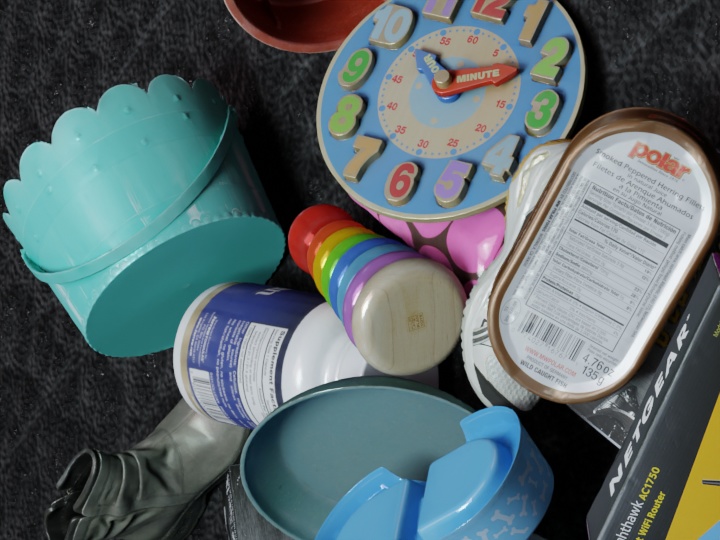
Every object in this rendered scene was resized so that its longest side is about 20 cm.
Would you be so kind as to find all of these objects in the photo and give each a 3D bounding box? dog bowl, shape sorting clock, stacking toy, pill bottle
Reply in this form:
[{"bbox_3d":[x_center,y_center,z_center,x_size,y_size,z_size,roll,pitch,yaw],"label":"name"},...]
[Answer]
[{"bbox_3d":[0.049,0.170,1.616,0.200,0.050,0.112,-32,27,32],"label":"dog bowl"},{"bbox_3d":[0.062,-0.125,1.672,0.199,0.039,0.201,-11,56,16],"label":"shape sorting clock"},{"bbox_3d":[0.000,0.000,1.709,0.200,0.085,0.086,43,121,58],"label":"stacking toy"},{"bbox_3d":[-0.039,0.072,1.788,0.199,0.111,0.112,9,96,46],"label":"pill bottle"}]

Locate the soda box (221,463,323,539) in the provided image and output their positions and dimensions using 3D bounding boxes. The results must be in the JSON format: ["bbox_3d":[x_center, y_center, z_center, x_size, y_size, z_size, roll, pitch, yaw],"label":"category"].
[{"bbox_3d":[-0.057,0.244,1.770,0.063,0.070,0.201,110,153,-66],"label":"soda box"}]

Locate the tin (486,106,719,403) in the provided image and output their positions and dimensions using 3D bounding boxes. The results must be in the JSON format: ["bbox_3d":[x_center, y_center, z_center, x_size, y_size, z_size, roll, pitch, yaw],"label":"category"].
[{"bbox_3d":[0.156,-0.007,1.519,0.112,0.042,0.201,27,107,-1],"label":"tin"}]

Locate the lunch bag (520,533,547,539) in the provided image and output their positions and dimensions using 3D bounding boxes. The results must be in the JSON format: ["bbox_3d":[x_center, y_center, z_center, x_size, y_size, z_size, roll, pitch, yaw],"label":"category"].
[{"bbox_3d":[0.094,0.294,1.621,0.169,0.127,0.201,-22,65,45],"label":"lunch bag"}]

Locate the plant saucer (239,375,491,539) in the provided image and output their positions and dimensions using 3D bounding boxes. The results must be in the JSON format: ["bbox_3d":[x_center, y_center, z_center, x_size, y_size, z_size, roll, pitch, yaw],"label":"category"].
[{"bbox_3d":[0.015,0.134,1.697,0.200,0.199,0.036,-41,31,38],"label":"plant saucer"}]

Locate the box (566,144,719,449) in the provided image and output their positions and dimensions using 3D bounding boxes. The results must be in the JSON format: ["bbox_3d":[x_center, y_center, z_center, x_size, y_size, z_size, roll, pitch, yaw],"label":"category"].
[{"bbox_3d":[0.231,0.041,1.548,0.158,0.048,0.201,40,118,40],"label":"box"}]

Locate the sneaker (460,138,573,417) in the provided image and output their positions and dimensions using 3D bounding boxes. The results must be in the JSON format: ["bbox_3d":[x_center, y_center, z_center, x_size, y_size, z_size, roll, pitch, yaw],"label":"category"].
[{"bbox_3d":[0.125,0.017,1.590,0.088,0.075,0.201,44,129,53],"label":"sneaker"}]

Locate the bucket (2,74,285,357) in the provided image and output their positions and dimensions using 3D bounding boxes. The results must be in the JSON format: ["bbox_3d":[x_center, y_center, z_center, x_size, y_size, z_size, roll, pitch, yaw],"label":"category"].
[{"bbox_3d":[-0.165,-0.038,1.869,0.207,0.206,0.135,-50,60,34],"label":"bucket"}]

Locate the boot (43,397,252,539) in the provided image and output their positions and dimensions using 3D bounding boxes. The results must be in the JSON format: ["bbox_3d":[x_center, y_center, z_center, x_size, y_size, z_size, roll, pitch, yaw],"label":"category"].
[{"bbox_3d":[-0.167,0.150,1.908,0.068,0.130,0.201,49,123,34],"label":"boot"}]

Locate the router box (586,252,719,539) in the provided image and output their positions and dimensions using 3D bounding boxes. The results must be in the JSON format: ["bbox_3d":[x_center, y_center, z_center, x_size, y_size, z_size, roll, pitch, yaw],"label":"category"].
[{"bbox_3d":[0.244,0.107,1.465,0.051,0.148,0.201,-88,18,-67],"label":"router box"}]

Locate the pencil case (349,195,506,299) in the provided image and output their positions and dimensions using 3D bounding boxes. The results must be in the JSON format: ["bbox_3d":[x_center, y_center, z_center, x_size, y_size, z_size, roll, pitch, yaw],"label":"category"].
[{"bbox_3d":[0.066,-0.050,1.701,0.200,0.090,0.094,41,112,36],"label":"pencil case"}]

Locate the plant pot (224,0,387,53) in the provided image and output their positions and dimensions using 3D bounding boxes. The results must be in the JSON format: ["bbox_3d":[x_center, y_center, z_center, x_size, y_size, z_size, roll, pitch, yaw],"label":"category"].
[{"bbox_3d":[-0.053,-0.298,1.767,0.195,0.200,0.201,53,125,43],"label":"plant pot"}]
